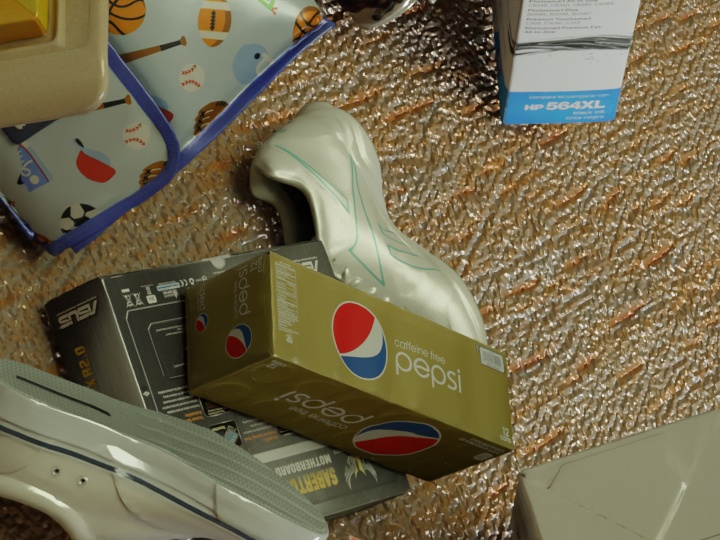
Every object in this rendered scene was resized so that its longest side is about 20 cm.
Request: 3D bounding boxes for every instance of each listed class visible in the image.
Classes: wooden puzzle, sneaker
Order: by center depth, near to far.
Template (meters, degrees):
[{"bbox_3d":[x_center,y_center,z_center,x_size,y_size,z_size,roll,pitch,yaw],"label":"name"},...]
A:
[{"bbox_3d":[-0.216,-0.162,1.400,0.037,0.185,0.200,62,23,-63],"label":"wooden puzzle"},{"bbox_3d":[-0.115,0.112,1.417,0.200,0.071,0.073,25,16,-11],"label":"sneaker"},{"bbox_3d":[0.000,0.000,1.668,0.080,0.070,0.200,-37,93,-44],"label":"sneaker"}]

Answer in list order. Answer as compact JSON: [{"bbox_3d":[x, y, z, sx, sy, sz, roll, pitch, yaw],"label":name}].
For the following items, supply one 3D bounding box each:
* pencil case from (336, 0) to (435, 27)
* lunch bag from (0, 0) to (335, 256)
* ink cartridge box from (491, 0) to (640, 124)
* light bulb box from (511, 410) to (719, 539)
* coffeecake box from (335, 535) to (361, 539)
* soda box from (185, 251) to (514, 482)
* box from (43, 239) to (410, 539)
[{"bbox_3d":[-0.028,-0.244,1.750,0.078,0.089,0.200,-47,113,-11],"label":"pencil case"},{"bbox_3d":[-0.144,-0.130,1.495,0.200,0.124,0.170,-42,107,-15],"label":"lunch bag"},{"bbox_3d":[0.136,-0.209,1.840,0.084,0.200,0.146,0,62,-3],"label":"ink cartridge box"},{"bbox_3d":[0.174,0.204,1.613,0.200,0.125,0.199,81,-8,-78],"label":"light bulb box"},{"bbox_3d":[0.026,0.266,1.528,0.153,0.073,0.200,24,51,-40],"label":"coffeecake box"},{"bbox_3d":[-0.005,0.056,1.536,0.200,0.068,0.064,24,53,-42],"label":"soda box"},{"bbox_3d":[-0.070,0.072,1.544,0.200,0.048,0.159,-12,80,-53],"label":"box"}]
